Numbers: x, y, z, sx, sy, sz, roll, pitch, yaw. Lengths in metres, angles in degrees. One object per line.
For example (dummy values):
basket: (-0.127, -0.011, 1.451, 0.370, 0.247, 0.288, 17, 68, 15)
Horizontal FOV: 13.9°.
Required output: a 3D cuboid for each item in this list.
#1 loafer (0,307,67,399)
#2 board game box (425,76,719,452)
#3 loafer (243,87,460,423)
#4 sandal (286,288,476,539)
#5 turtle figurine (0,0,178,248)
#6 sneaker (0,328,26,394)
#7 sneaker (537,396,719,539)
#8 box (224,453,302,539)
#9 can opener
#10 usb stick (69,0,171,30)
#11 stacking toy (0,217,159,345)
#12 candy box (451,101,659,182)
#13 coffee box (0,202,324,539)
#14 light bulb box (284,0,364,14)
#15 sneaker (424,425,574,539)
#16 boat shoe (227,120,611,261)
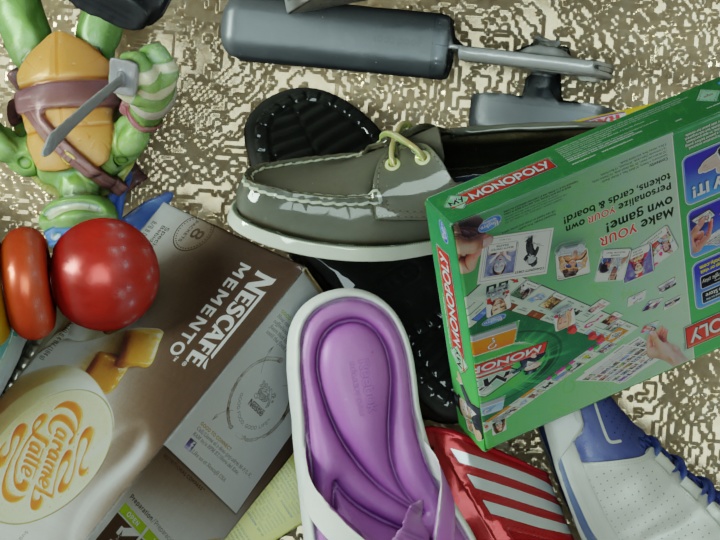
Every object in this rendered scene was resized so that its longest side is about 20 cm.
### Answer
loafer: (-0.194, 0.109, 1.497, 0.068, 0.076, 0.200, 33, 97, -34)
board game box: (0.131, -0.009, 1.407, 0.200, 0.029, 0.135, -22, 127, -18)
loafer: (0.000, 0.000, 1.486, 0.073, 0.071, 0.200, -24, 72, -21)
sandal: (0.010, 0.108, 1.386, 0.082, 0.050, 0.203, -19, 90, -11)
turtle figurine: (-0.160, -0.113, 1.445, 0.144, 0.200, 0.194, -21, 65, 46)
sneaker: (-0.243, 0.063, 1.457, 0.200, 0.071, 0.080, -50, 128, 1)
sneaker: (0.172, 0.130, 1.478, 0.115, 0.081, 0.199, -28, 96, 1)
box: (-0.109, 0.149, 1.496, 0.200, 0.075, 0.050, -32, 89, 5)
can opener: (0.029, -0.096, 1.490, 0.200, 0.053, 0.067, 6, 91, 5)
usb stick: (-0.093, -0.193, 1.445, 0.055, 0.200, 0.033, 28, 138, -8)
stacking toy: (-0.196, 0.008, 1.406, 0.200, 0.085, 0.085, -9, 91, -1)
candy box: (0.153, -0.035, 1.479, 0.200, 0.026, 0.102, -12, 117, 4)
coffee box: (-0.105, 0.078, 1.437, 0.114, 0.080, 0.200, 26, 71, 42)
light bulb box: (0.063, -0.205, 1.390, 0.198, 0.200, 0.125, -12, 91, -12)
sneaker: (0.007, 0.143, 1.453, 0.200, 0.078, 0.116, -10, 78, -12)
boat shoe: (0.037, -0.043, 1.421, 0.202, 0.072, 0.060, 0, 119, -8)
